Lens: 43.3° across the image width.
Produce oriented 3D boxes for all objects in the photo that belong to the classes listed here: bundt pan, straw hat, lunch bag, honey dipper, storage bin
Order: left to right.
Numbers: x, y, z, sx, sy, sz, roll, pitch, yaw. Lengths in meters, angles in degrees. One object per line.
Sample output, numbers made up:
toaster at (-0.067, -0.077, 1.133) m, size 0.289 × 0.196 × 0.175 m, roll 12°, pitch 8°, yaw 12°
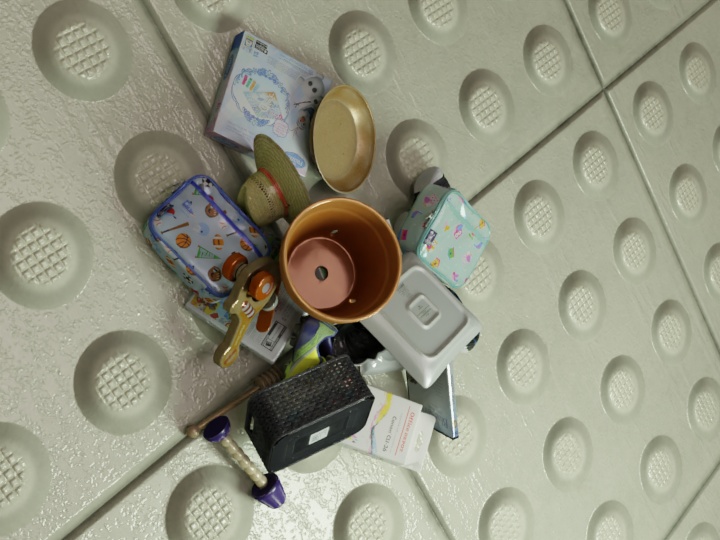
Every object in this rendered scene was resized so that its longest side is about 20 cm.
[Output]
lunch bag at (-0.257, -0.059, 1.528) m, size 0.200 × 0.075 × 0.160 m, roll 48°, pitch 63°, yaw -7°
honey dipper at (-0.216, 0.230, 1.574) m, size 0.199 × 0.038 × 0.038 m, roll -33°, pitch 104°, yaw -31°
straw hat at (-0.163, -0.124, 1.550) m, size 0.085 × 0.201 × 0.202 m, roll -31°, pitch 104°, yaw -20°
storage bin at (-0.087, 0.244, 1.546) m, size 0.199 × 0.136 × 0.094 m, roll -22°, pitch 60°, yaw -26°
bundt pan at (-0.033, 0.081, 1.675) m, size 0.200 × 0.076 × 0.204 m, roll 6°, pitch 75°, yaw -24°
lunch bag at (0.166, -0.069, 1.763) m, size 0.200 × 0.077 × 0.161 m, roll 38°, pitch 82°, yaw -48°

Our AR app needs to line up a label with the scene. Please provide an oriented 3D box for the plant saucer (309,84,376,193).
plant saucer at (-0.040, -0.247, 1.709) m, size 0.199 × 0.035 × 0.203 m, roll -10°, pitch 102°, yaw -54°

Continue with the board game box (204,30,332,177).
board game box at (-0.164, -0.297, 1.650) m, size 0.199 × 0.043 × 0.201 m, roll 24°, pitch 72°, yaw -32°

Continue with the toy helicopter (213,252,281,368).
toy helicopter at (-0.187, 0.069, 1.498) m, size 0.132 × 0.079 × 0.201 m, roll 1°, pitch 117°, yaw -63°

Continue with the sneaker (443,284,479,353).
sneaker at (0.168, 0.103, 1.734) m, size 0.075 × 0.200 × 0.077 m, roll 28°, pitch 110°, yaw -22°

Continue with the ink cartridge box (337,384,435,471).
ink cartridge box at (0.039, 0.286, 1.679) m, size 0.198 × 0.068 × 0.118 m, roll 19°, pitch 73°, yaw -3°

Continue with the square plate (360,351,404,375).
square plate at (0.081, 0.100, 1.799) m, size 0.198 × 0.028 × 0.201 m, roll -1°, pitch 87°, yaw -36°

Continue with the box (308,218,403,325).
box at (0.000, 0.000, 1.634) m, size 0.199 × 0.036 × 0.146 m, roll -20°, pitch 87°, yaw -41°

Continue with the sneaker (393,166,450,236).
sneaker at (0.144, -0.101, 1.831) m, size 0.113 × 0.075 × 0.201 m, roll 35°, pitch 68°, yaw -29°

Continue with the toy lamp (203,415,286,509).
toy lamp at (-0.193, 0.334, 1.559) m, size 0.058 × 0.058 × 0.201 m, roll -47°, pitch 121°, yaw -28°

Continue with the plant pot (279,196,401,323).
plant pot at (-0.049, -0.007, 1.493) m, size 0.198 × 0.140 × 0.202 m, roll 4°, pitch 79°, yaw -19°

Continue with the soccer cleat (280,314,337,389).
soccer cleat at (-0.087, 0.169, 1.580) m, size 0.065 × 0.083 × 0.202 m, roll -59°, pitch 165°, yaw -56°

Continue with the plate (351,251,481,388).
plate at (0.106, 0.077, 1.610) m, size 0.200 × 0.032 × 0.199 m, roll 46°, pitch 51°, yaw 5°

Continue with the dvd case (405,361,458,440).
dvd case at (0.131, 0.208, 1.729) m, size 0.017 × 0.142 × 0.202 m, roll -17°, pitch 110°, yaw -30°

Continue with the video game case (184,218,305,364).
video game case at (-0.176, 0.033, 1.583) m, size 0.181 × 0.023 × 0.201 m, roll 33°, pitch 67°, yaw -1°
